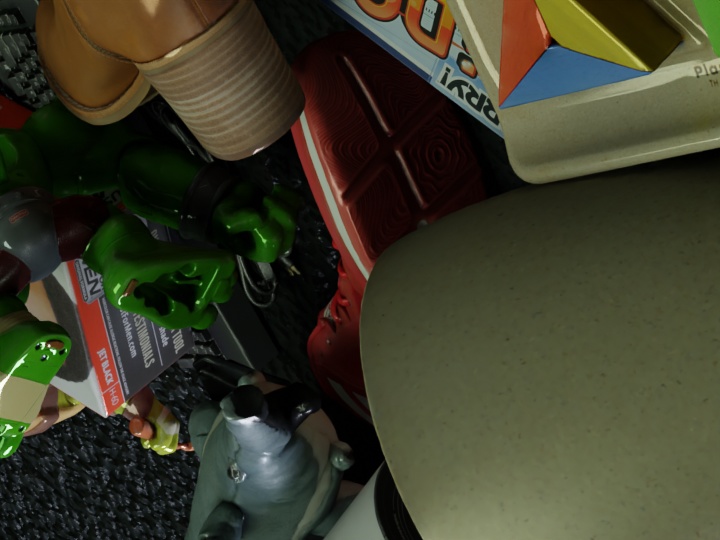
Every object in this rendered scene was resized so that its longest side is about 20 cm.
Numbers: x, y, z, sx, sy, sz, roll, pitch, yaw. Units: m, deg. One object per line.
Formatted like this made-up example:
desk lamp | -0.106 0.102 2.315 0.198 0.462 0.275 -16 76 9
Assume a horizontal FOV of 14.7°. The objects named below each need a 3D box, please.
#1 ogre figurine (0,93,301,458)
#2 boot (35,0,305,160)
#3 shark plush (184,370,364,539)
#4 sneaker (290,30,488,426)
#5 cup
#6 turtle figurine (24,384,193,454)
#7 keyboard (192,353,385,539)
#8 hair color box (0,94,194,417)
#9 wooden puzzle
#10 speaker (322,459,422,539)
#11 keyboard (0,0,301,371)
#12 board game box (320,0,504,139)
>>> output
ogre figurine | -0.133 -0.009 1.105 0.120 0.200 0.098 48 173 32
boot | -0.107 -0.127 1.046 0.156 0.077 0.200 56 173 -27
shark plush | -0.036 0.093 1.092 0.091 0.083 0.200 35 160 -2
sneaker | 0.000 0.000 1.106 0.115 0.078 0.201 -4 120 47
cup | 0.118 0.040 0.944 0.143 0.200 0.201 -33 99 28
turtle figurine | -0.156 0.061 1.288 0.199 0.161 0.065 7 107 42
keyboard | -0.001 0.093 1.218 0.104 0.040 0.200 24 159 26
hair color box | -0.170 -0.026 1.259 0.200 0.061 0.102 27 144 35
wooden puzzle | 0.080 -0.129 0.867 0.185 0.046 0.201 -11 108 39
speaker | -0.003 0.157 1.130 0.081 0.081 0.200 42 132 7
keyboard | -0.095 -0.037 1.221 0.127 0.021 0.200 -6 121 50
board game box | 0.024 -0.135 0.981 0.200 0.034 0.136 37 144 14
